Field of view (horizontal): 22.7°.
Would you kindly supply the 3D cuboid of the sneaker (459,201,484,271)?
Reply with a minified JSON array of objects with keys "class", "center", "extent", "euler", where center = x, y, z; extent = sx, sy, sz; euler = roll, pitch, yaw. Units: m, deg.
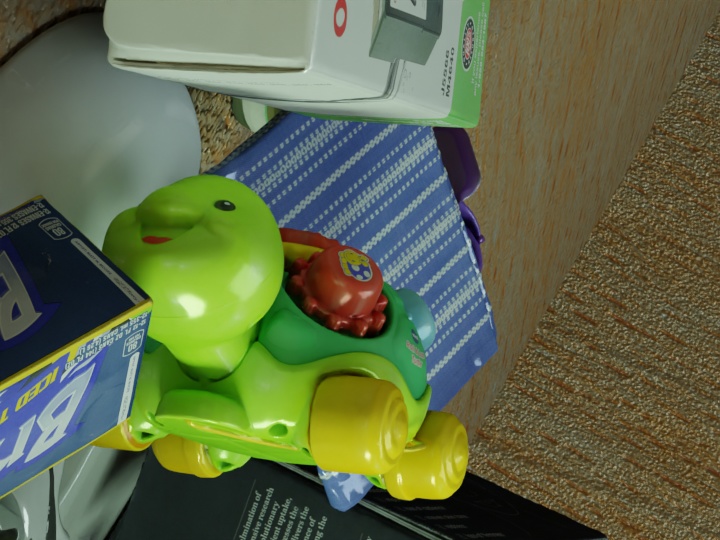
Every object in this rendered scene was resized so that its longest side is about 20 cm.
[{"class":"sneaker","center":[0.038,-0.005,1.094],"extent":[0.081,0.083,0.200],"euler":[-60,163,-12]}]

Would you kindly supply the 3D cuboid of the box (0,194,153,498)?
[{"class":"box","center":[-0.164,0.054,0.584],"extent":[0.200,0.064,0.070],"euler":[-32,153,-37]}]

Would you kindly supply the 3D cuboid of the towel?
[{"class":"towel","center":[0.000,0.000,0.866],"extent":[0.145,0.024,0.201],"euler":[-44,128,-36]}]

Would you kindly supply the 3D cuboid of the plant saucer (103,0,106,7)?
[{"class":"plant saucer","center":[-0.052,-0.168,0.753],"extent":[0.200,0.019,0.070],"euler":[-49,148,-50]}]

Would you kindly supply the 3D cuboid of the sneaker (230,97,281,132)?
[{"class":"sneaker","center":[-0.016,-0.114,0.890],"extent":[0.077,0.088,0.200],"euler":[-58,168,-14]}]

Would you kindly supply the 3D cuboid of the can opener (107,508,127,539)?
[{"class":"can opener","center":[-0.108,0.115,1.043],"extent":[0.200,0.053,0.067],"euler":[-58,137,-12]}]

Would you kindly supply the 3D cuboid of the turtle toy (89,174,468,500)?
[{"class":"turtle toy","center":[-0.040,0.029,0.721],"extent":[0.200,0.145,0.102],"euler":[36,60,-64]}]

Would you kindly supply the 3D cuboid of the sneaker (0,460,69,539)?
[{"class":"sneaker","center":[-0.179,0.160,0.870],"extent":[0.088,0.074,0.200],"euler":[-41,157,-55]}]

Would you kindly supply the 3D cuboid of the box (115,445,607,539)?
[{"class":"box","center":[0.000,0.165,0.987],"extent":[0.200,0.196,0.124],"euler":[12,101,-62]}]

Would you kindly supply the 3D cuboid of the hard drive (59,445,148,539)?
[{"class":"hard drive","center":[-0.172,0.155,1.005],"extent":[0.200,0.027,0.132],"euler":[-60,169,-5]}]

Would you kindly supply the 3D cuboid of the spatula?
[{"class":"spatula","center":[-0.029,-0.022,0.952],"extent":[0.021,0.199,0.057],"euler":[54,18,-49]}]

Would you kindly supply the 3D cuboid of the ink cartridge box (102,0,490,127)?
[{"class":"ink cartridge box","center":[-0.012,-0.138,0.703],"extent":[0.200,0.084,0.146],"euler":[1,95,-70]}]

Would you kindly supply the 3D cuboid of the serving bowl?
[{"class":"serving bowl","center":[-0.123,-0.003,0.749],"extent":[0.200,0.066,0.200],"euler":[-57,168,-19]}]
